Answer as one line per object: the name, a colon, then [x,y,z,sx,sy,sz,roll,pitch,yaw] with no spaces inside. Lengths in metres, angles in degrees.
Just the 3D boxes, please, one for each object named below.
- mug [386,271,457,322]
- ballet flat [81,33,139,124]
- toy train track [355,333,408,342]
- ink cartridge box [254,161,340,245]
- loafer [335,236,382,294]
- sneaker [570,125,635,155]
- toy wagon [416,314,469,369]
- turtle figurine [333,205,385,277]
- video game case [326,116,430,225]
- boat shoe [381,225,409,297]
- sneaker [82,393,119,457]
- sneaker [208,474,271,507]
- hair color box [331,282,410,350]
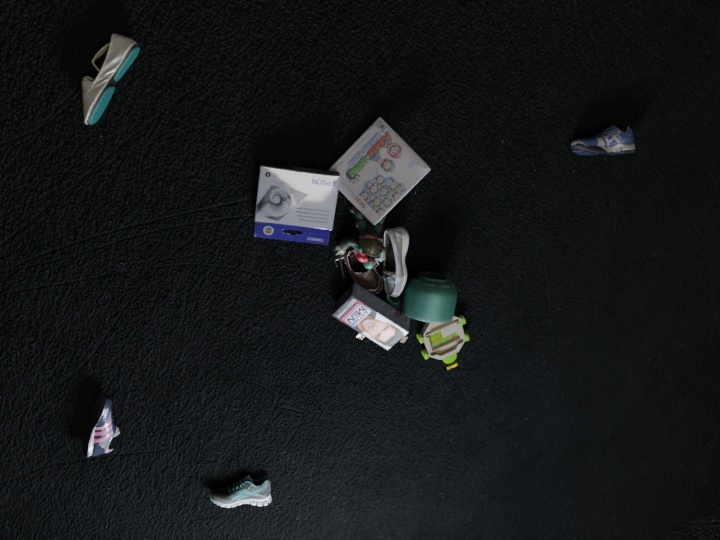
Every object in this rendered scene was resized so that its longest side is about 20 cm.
mug: [0.180,0.068,1.713,0.184,0.152,0.115,5,104,-18]
ballet flat: [-0.534,-0.400,1.264,0.069,0.069,0.200,30,100,-30]
toy train track: [0.063,0.176,1.800,0.200,0.033,0.115,25,106,-30]
ink cartridge box: [-0.161,-0.157,1.513,0.199,0.041,0.201,5,116,-9]
loafer: [0.000,0.000,1.659,0.073,0.071,0.200,-37,123,3]
sneaker: [0.680,-0.365,1.720,0.199,0.076,0.077,-5,96,-18]
toy wagon: [0.260,0.221,1.893,0.155,0.040,0.200,-23,123,-7]
turtle figurine: [0.017,-0.067,1.561,0.149,0.201,0.101,22,150,-32]
video game case: [0.042,-0.246,1.519,0.200,0.024,0.182,-45,91,7]
boat shoe: [0.086,-0.022,1.671,0.065,0.074,0.203,-10,117,-35]
sneaker: [-0.688,0.413,1.646,0.082,0.070,0.200,5,119,-41]
sneaker: [-0.371,0.680,1.904,0.199,0.078,0.092,6,99,-26]
hair color box: [0.031,0.130,1.704,0.200,0.061,0.099,33,126,-17]
